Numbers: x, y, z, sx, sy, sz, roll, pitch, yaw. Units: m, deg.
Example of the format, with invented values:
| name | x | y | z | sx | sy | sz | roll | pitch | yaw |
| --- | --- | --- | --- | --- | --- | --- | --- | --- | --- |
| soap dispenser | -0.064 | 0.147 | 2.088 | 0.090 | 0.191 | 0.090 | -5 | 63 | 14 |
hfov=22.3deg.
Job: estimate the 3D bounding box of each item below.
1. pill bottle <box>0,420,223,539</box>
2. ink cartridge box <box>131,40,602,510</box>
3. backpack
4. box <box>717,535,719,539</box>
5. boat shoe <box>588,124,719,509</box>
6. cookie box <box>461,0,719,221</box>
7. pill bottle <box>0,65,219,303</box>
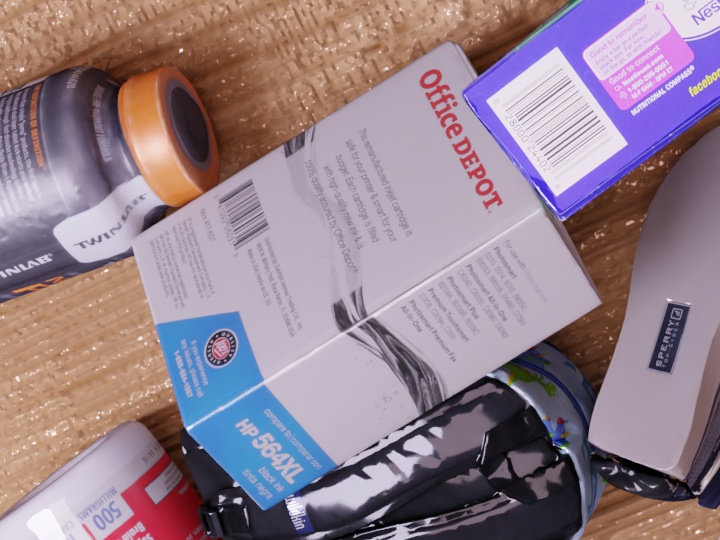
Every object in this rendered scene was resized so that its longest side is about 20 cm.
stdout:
| name | x | y | z | sx | sy | sz | roll | pitch | yaw |
| --- | --- | --- | --- | --- | --- | --- | --- | --- | --- |
| pill bottle | -0.109 | 0.194 | 1.019 | 0.112 | 0.112 | 0.201 | -36 | 93 | 18 |
| ink cartridge box | 0.000 | 0.000 | 0.905 | 0.199 | 0.147 | 0.084 | -31 | 132 | 7 |
| backpack | 0.033 | 0.108 | 0.961 | 0.199 | 0.153 | 0.164 | -26 | 92 | 37 |
| box | 0.225 | 0.224 | 0.911 | 0.151 | 0.106 | 0.201 | 28 | 80 | 5 |
| boat shoe | 0.180 | 0.027 | 0.941 | 0.074 | 0.093 | 0.201 | 19 | 81 | 33 |
| cookie box | 0.146 | -0.116 | 0.840 | 0.171 | 0.200 | 0.075 | -37 | 92 | 17 |
| pill bottle | -0.176 | -0.044 | 0.981 | 0.198 | 0.106 | 0.107 | -19 | 99 | 17 |
